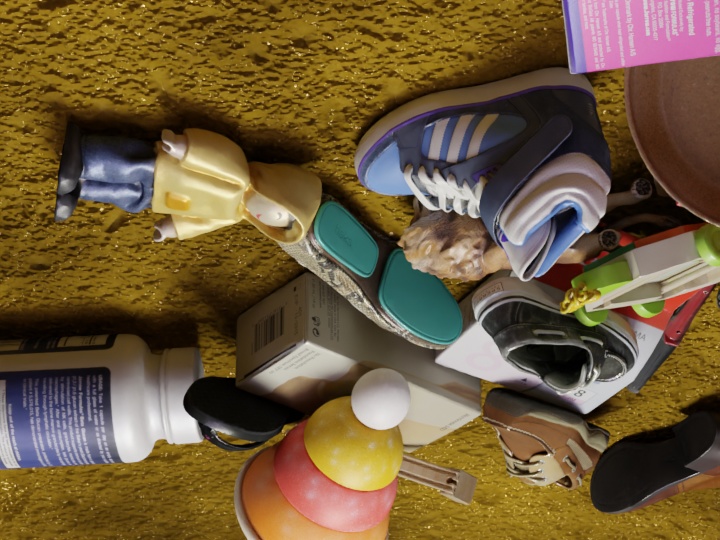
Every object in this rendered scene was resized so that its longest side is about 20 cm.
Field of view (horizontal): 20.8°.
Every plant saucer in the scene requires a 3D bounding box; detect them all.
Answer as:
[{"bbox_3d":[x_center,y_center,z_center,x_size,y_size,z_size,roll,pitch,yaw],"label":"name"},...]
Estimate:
[{"bbox_3d":[0.275,-0.122,1.306,0.199,0.202,0.035,-5,180,6],"label":"plant saucer"}]

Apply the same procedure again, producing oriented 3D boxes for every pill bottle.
[{"bbox_3d":[-0.236,0.112,1.690,0.198,0.112,0.111,-3,147,3],"label":"pill bottle"}]

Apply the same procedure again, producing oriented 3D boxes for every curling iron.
[{"bbox_3d":[0.279,0.056,1.687,0.050,0.026,0.200,45,140,6],"label":"curling iron"}]

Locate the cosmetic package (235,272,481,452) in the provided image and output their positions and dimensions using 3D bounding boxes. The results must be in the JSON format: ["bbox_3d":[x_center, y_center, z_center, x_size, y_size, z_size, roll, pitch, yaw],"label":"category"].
[{"bbox_3d":[0.000,0.083,1.688,0.199,0.072,0.105,23,141,-32],"label":"cosmetic package"}]

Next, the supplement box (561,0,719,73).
[{"bbox_3d":[0.223,-0.203,1.227,0.198,0.102,0.104,-6,146,7],"label":"supplement box"}]

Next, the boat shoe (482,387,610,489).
[{"bbox_3d":[0.165,0.158,1.760,0.075,0.074,0.200,20,176,34],"label":"boat shoe"}]

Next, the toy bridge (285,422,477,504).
[{"bbox_3d":[0.008,0.170,1.777,0.199,0.027,0.067,13,168,37],"label":"toy bridge"}]

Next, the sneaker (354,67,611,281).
[{"bbox_3d":[0.085,-0.054,1.410,0.199,0.147,0.081,-17,144,23],"label":"sneaker"}]

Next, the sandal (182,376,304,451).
[{"bbox_3d":[-0.097,0.126,1.676,0.048,0.075,0.200,-58,164,12],"label":"sandal"}]

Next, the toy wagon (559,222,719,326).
[{"bbox_3d":[0.229,0.000,1.504,0.199,0.040,0.155,-6,164,-39],"label":"toy wagon"}]

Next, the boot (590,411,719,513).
[{"bbox_3d":[0.347,0.199,1.913,0.199,0.069,0.188,16,136,-37],"label":"boot"}]

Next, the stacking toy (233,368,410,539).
[{"bbox_3d":[-0.008,0.157,1.645,0.145,0.147,0.200,14,133,-22],"label":"stacking toy"}]

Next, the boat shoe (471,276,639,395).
[{"bbox_3d":[0.160,0.067,1.573,0.072,0.071,0.199,-35,145,31],"label":"boat shoe"}]

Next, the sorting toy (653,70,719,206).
[{"bbox_3d":[0.301,-0.109,1.405,0.197,0.070,0.200,-9,147,12],"label":"sorting toy"}]

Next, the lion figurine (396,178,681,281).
[{"bbox_3d":[0.135,-0.027,1.519,0.198,0.073,0.122,6,162,-16],"label":"lion figurine"}]

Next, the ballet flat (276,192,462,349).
[{"bbox_3d":[0.000,0.000,1.582,0.075,0.068,0.200,-2,149,45],"label":"ballet flat"}]

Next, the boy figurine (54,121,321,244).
[{"bbox_3d":[-0.129,-0.059,1.475,0.198,0.065,0.125,10,143,-11],"label":"boy figurine"}]

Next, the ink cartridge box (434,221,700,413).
[{"bbox_3d":[0.180,0.041,1.644,0.162,0.057,0.200,20,146,-22],"label":"ink cartridge box"}]
